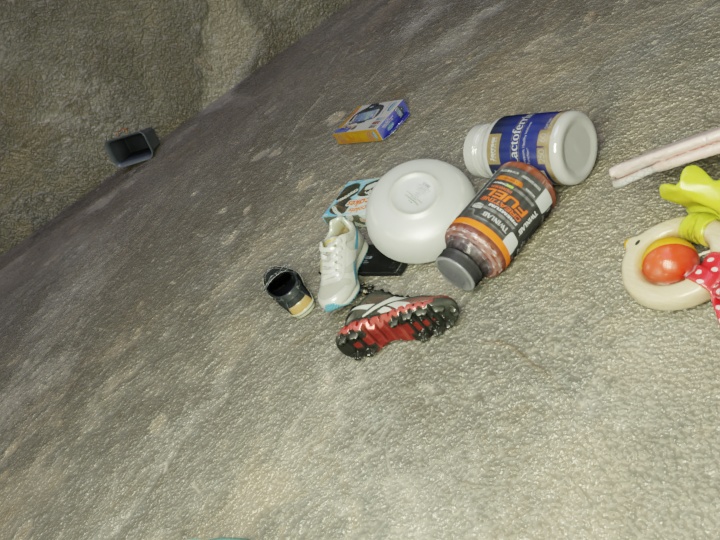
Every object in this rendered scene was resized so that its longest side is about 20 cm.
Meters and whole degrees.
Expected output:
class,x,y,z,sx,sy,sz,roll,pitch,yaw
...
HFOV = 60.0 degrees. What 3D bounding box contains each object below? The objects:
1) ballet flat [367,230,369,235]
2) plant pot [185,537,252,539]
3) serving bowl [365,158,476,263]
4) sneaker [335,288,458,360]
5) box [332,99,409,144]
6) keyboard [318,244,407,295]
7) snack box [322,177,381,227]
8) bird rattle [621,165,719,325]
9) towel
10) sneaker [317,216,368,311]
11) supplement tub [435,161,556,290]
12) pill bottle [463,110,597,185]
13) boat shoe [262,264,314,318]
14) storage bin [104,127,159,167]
class,x,y,z,sx,sy,sz,roll,pitch,yaw
ballet flat,0.105,-0.110,1.135,0.200,0.072,0.072,-35,31,4
plant pot,-0.166,0.380,0.683,0.200,0.134,0.200,-25,33,17
serving bowl,0.099,-0.114,1.063,0.200,0.066,0.200,-7,61,14
sneaker,0.055,0.065,0.941,0.200,0.071,0.098,-20,37,27
box,0.031,-0.375,1.576,0.200,0.041,0.119,7,51,51
keyboard,0.000,0.000,1.132,0.200,0.021,0.127,-1,45,45
snack box,0.024,-0.140,1.274,0.200,0.037,0.116,1,48,45
bird rattle,0.389,-0.008,0.724,0.163,0.113,0.200,-27,44,37
towel,0.442,-0.161,0.787,0.200,0.032,0.191,-23,3,-40
sneaker,-0.043,-0.011,1.091,0.076,0.081,0.200,-18,37,24
supplement tub,0.200,-0.064,0.938,0.200,0.107,0.107,-49,33,-18
pill bottle,0.275,-0.200,1.035,0.200,0.116,0.116,11,55,51
boat shoe,-0.148,0.027,1.200,0.075,0.062,0.200,-42,30,-5
storage bin,-0.977,-0.550,2.691,0.200,0.146,0.134,-13,27,15
